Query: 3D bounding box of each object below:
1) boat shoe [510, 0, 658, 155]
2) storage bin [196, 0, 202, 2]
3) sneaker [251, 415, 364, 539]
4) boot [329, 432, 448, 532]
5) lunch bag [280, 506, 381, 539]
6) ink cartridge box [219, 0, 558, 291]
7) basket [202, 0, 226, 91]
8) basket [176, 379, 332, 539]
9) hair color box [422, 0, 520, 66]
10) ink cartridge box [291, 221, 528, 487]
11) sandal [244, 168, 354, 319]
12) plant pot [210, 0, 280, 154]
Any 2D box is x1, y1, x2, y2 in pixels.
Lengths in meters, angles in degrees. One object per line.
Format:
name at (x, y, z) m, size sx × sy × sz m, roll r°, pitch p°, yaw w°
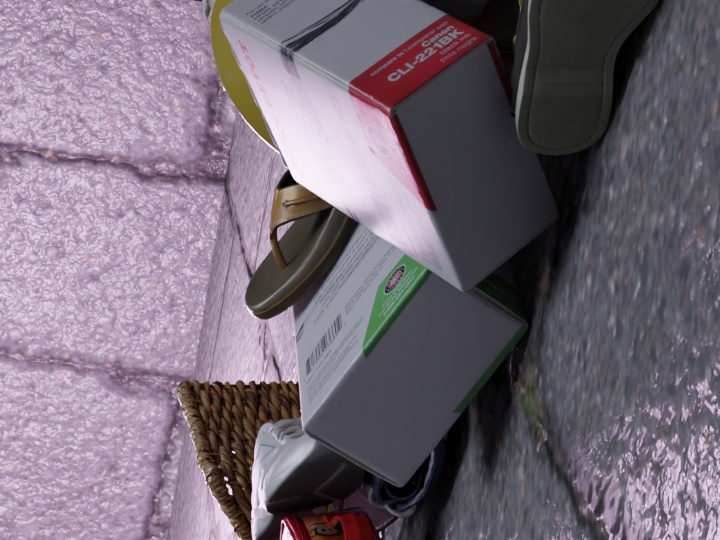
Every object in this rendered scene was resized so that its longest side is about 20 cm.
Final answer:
boat shoe at (0.120, -0.150, 1.303) m, size 0.202 × 0.071 × 0.061 m, roll 105°, pitch 165°, yaw -51°
storage bin at (-0.204, -0.422, 3.260) m, size 0.135 × 0.199 × 0.094 m, roll -177°, pitch 95°, yaw -81°
sneaker at (-0.048, 0.139, 1.707) m, size 0.200 × 0.070 × 0.081 m, roll 125°, pitch 138°, yaw -65°
boot at (0.017, 0.147, 1.699) m, size 0.091 × 0.072 × 0.201 m, roll -82°, pitch 7°, yaw -45°
lunch bag at (-0.006, 0.255, 1.635) m, size 0.200 × 0.081 × 0.177 m, roll -121°, pitch 29°, yaw -66°
ink cartridge box at (0.015, -0.097, 1.454) m, size 0.200 × 0.084 × 0.145 m, roll 34°, pitch 155°, yaw 48°
basket at (-0.017, -0.248, 1.887) m, size 0.161 × 0.199 × 0.199 m, roll -100°, pitch 19°, yaw -58°
basket at (-0.076, 0.188, 1.956) m, size 0.200 × 0.148 × 0.144 m, roll -121°, pitch 35°, yaw -65°
hair color box at (0.088, -0.201, 1.440) m, size 0.200 × 0.109 × 0.065 m, roll 116°, pitch 159°, yaw -65°
ink cartridge box at (0.028, 0.024, 1.570) m, size 0.146 × 0.084 × 0.200 m, roll -53°, pitch 19°, yaw 20°
sandal at (-0.026, -0.057, 1.617) m, size 0.200 × 0.054 × 0.080 m, roll -54°, pitch 18°, yaw 16°
plant pot at (0.020, -0.193, 1.678) m, size 0.189 × 0.200 × 0.202 m, roll -44°, pitch 35°, yaw 49°
